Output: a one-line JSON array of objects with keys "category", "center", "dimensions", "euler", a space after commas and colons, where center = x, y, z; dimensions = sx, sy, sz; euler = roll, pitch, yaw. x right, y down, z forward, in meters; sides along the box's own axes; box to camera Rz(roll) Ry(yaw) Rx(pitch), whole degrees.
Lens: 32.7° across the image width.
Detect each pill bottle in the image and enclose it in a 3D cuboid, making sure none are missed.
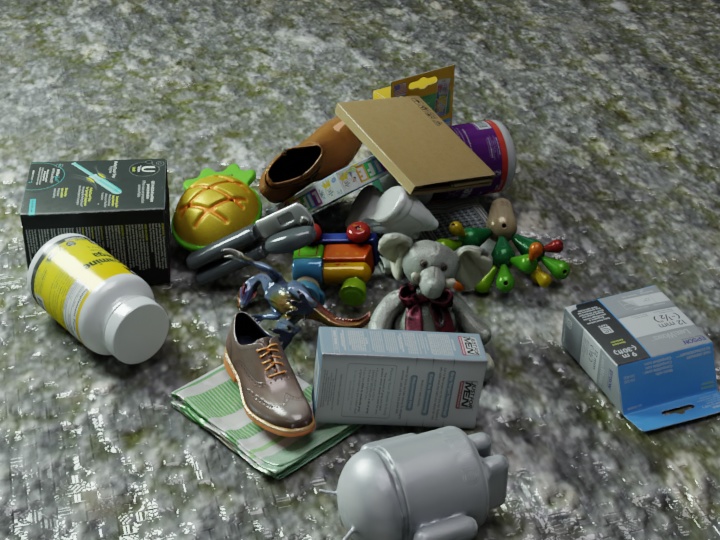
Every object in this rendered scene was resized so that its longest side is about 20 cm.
[{"category": "pill bottle", "center": [-0.340, 0.039, 1.601], "dimensions": [0.112, 0.114, 0.199], "euler": [-26, 42, -35]}, {"category": "pill bottle", "center": [0.131, -0.164, 1.877], "dimensions": [0.198, 0.114, 0.113], "euler": [-10, 34, -19]}]

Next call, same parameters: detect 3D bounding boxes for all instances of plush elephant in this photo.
[{"category": "plush elephant", "center": [0.090, 0.034, 1.575], "dimensions": [0.162, 0.156, 0.201], "euler": [1, 34, 0]}]

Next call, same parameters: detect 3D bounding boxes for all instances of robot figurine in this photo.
[{"category": "robot figurine", "center": [0.059, 0.235, 1.309], "dimensions": [0.198, 0.114, 0.170], "euler": [-13, 31, -20]}]

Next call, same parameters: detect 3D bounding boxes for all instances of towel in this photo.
[{"category": "towel", "center": [0.104, -0.063, 1.836], "dimensions": [0.197, 0.035, 0.193], "euler": [-7, 34, -11]}, {"category": "towel", "center": [-0.116, 0.169, 1.490], "dimensions": [0.199, 0.024, 0.152], "euler": [29, 42, 36]}]

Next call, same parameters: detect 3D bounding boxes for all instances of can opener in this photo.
[{"category": "can opener", "center": [-0.152, -0.034, 1.684], "dimensions": [0.198, 0.053, 0.067], "euler": [-22, 16, 20]}]

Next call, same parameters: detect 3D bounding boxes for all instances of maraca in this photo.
[{"category": "maraca", "center": [-0.211, -0.093, 1.802], "dimensions": [0.135, 0.108, 0.201], "euler": [-6, 40, 2]}]

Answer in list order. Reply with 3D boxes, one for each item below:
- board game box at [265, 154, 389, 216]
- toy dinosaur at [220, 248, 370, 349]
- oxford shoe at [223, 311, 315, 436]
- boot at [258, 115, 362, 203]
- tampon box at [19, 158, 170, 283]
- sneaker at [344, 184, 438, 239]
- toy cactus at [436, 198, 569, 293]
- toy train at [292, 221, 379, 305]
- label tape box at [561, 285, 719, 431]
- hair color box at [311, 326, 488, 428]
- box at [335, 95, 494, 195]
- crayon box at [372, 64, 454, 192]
[{"category": "board game box", "center": [-0.037, -0.123, 1.817], "dimensions": [0.134, 0.035, 0.199], "euler": [-29, 4, -36]}, {"category": "toy dinosaur", "center": [-0.103, 0.049, 1.623], "dimensions": [0.198, 0.106, 0.182], "euler": [17, 12, -12]}, {"category": "oxford shoe", "center": [-0.114, 0.124, 1.471], "dimensions": [0.071, 0.074, 0.200], "euler": [-15, 38, -27]}, {"category": "boot", "center": [-0.068, -0.176, 1.809], "dimensions": [0.199, 0.077, 0.155], "euler": [-33, -3, -8]}, {"category": "tampon box", "center": [-0.372, -0.068, 1.750], "dimensions": [0.197, 0.128, 0.151], "euler": [-2, 34, -6]}, {"category": "sneaker", "center": [0.045, -0.073, 1.769], "dimensions": [0.088, 0.076, 0.200], "euler": [28, -7, -21]}, {"category": "toy cactus", "center": [0.198, -0.042, 1.735], "dimensions": [0.197, 0.103, 0.166], "euler": [2, 46, 3]}, {"category": "toy train", "center": [0.000, 0.000, 1.692], "dimensions": [0.197, 0.085, 0.117], "euler": [0, 44, 8]}, {"category": "label tape box", "center": [0.365, 0.108, 1.553], "dimensions": [0.142, 0.067, 0.200], "euler": [-11, 33, -18]}, {"category": "hair color box", "center": [0.045, 0.128, 1.465], "dimensions": [0.197, 0.100, 0.061], "euler": [3, 30, -8]}, {"category": "box", "center": [0.078, -0.183, 1.766], "dimensions": [0.162, 0.021, 0.200], "euler": [-11, 48, -38]}, {"category": "crayon box", "center": [0.083, -0.226, 1.932], "dimensions": [0.125, 0.202, 0.052], "euler": [-19, 37, -28]}]
